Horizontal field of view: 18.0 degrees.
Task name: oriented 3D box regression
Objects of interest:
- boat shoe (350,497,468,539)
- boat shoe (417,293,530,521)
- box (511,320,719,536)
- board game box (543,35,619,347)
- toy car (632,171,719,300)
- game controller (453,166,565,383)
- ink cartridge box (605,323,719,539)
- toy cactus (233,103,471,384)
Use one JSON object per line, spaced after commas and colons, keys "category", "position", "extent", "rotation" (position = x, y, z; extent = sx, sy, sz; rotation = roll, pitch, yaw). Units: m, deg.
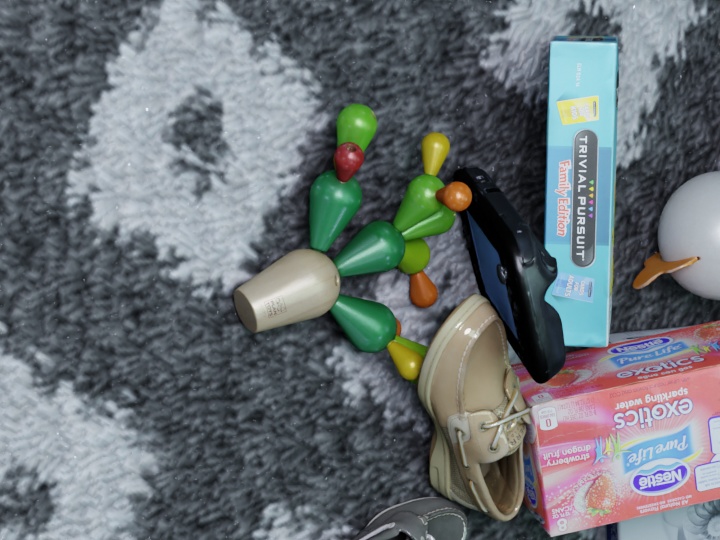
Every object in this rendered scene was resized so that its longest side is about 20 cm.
{"category": "boat shoe", "position": [0.007, 0.207, 1.521], "extent": [0.200, 0.057, 0.067], "rotation": [-19, 108, -36]}
{"category": "boat shoe", "position": [0.085, 0.093, 1.511], "extent": [0.071, 0.064, 0.200], "rotation": [-43, 150, -25]}
{"category": "box", "position": [0.209, 0.107, 1.598], "extent": [0.199, 0.095, 0.103], "rotation": [-12, 106, -8]}
{"category": "board game box", "position": [0.151, -0.058, 1.550], "extent": [0.151, 0.047, 0.201], "rotation": [-50, 142, -80]}
{"category": "toy car", "position": [0.285, -0.038, 1.681], "extent": [0.199, 0.177, 0.185], "rotation": [-23, 98, -4]}
{"category": "game controller", "position": [0.094, 0.000, 1.486], "extent": [0.042, 0.200, 0.105], "rotation": [-7, 108, -6]}
{"category": "ink cartridge box", "position": [0.280, 0.137, 1.690], "extent": [0.199, 0.041, 0.200], "rotation": [-6, 101, -10]}
{"category": "toy cactus", "position": [0.000, 0.000, 1.475], "extent": [0.165, 0.102, 0.201], "rotation": [-25, 122, -23]}
